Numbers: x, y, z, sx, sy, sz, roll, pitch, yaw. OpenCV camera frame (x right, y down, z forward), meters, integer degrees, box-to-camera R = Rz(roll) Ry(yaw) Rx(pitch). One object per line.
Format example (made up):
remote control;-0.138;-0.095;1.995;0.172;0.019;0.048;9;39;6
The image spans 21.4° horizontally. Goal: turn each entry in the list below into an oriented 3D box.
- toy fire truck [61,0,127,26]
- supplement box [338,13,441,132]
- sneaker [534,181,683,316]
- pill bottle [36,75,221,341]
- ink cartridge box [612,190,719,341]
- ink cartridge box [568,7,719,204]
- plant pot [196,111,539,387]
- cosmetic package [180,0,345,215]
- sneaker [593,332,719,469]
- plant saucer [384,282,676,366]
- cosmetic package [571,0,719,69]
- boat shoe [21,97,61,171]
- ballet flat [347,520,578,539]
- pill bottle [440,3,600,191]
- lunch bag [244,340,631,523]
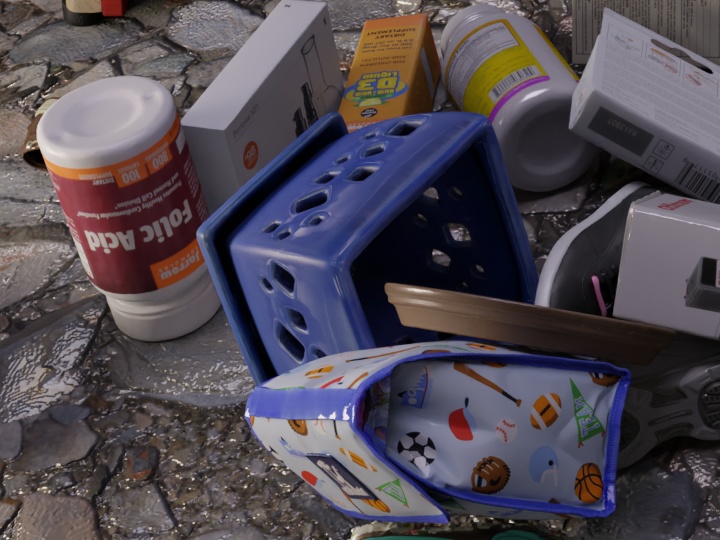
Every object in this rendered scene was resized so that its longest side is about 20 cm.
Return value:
toy fire truck;-0.219;-0.357;2.062;0.200;0.129;0.176;1;37;1
supplement box;0.026;-0.155;1.746;0.067;0.069;0.200;-5;39;14
sneaker;0.215;-0.003;1.478;0.099;0.071;0.200;10;39;36
pill bottle;-0.182;-0.047;1.561;0.114;0.200;0.114;-10;37;7
ink cartridge box;0.291;0.007;1.353;0.200;0.083;0.147;13;10;17
ink cartridge box;0.259;-0.134;1.599;0.162;0.057;0.200;27;24;-4
plant pot;0.000;0.000;1.448;0.180;0.200;0.200;13;45;39
cosmetic package;-0.077;-0.120;1.664;0.052;0.151;0.200;7;42;26
sneaker;0.198;0.085;1.380;0.200;0.078;0.099;-8;27;-1
plant saucer;0.113;0.038;1.292;0.200;0.029;0.200;10;-2;0
cosmetic package;0.294;-0.235;1.718;0.200;0.105;0.071;6;15;23
boat shoe;-0.233;-0.106;1.776;0.202;0.075;0.075;9;56;37
ballet flat;0.087;0.195;1.270;0.200;0.076;0.064;8;8;20
pill bottle;0.135;-0.160;1.684;0.104;0.104;0.200;-18;36;-5
lunch bag;0.044;0.104;1.241;0.200;0.124;0.170;10;-8;-28
